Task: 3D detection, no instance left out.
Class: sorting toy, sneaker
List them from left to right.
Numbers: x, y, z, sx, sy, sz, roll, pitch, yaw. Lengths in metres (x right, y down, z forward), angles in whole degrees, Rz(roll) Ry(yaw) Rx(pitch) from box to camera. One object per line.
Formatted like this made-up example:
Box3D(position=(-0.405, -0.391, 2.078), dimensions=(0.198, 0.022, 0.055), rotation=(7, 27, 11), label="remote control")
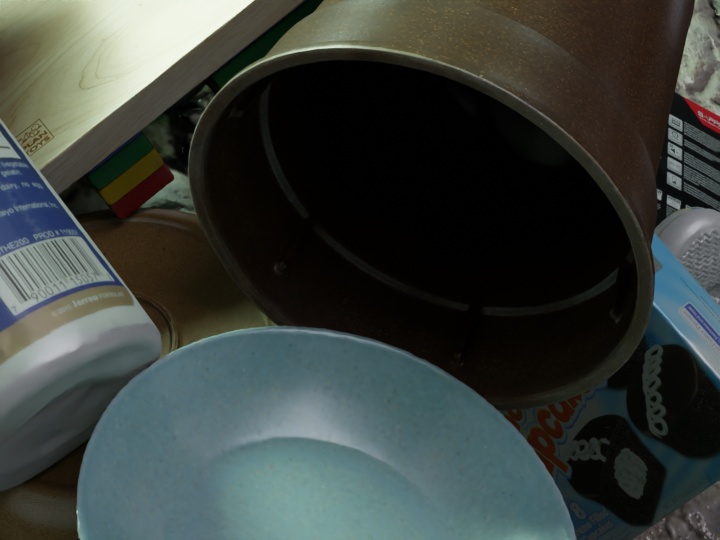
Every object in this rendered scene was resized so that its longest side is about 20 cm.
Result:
Box3D(position=(-0.121, -0.129, 0.760), dimensions=(0.200, 0.070, 0.199), rotation=(-39, 48, -6), label="sorting toy")
Box3D(position=(0.135, 0.026, 0.817), dimensions=(0.076, 0.200, 0.105), rotation=(-7, 44, -28), label="sneaker")

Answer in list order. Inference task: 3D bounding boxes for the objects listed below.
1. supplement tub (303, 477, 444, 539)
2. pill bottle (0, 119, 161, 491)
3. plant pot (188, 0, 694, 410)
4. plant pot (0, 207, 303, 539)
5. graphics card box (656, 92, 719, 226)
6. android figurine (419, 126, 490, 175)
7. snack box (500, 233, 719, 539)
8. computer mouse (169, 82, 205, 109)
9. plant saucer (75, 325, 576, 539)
Box3D(position=(-0.043, 0.186, 0.613), dimensions=(0.132, 0.132, 0.200), rotation=(44, 45, 4), label="supplement tub")
Box3D(position=(-0.181, -0.014, 0.611), dimensions=(0.111, 0.111, 0.200), rotation=(-25, 70, -43), label="pill bottle")
Box3D(position=(0.056, -0.076, 0.660), dimensions=(0.200, 0.200, 0.198), rotation=(34, 51, -7), label="plant pot")
Box3D(position=(-0.114, 0.041, 0.684), dimensions=(0.199, 0.028, 0.200), rotation=(-1, 51, 1), label="plant pot")
Box3D(position=(0.198, -0.045, 1.006), dimensions=(0.125, 0.051, 0.200), rotation=(25, 46, -15), label="graphics card box")
Box3D(position=(0.000, 0.000, 0.765), dimensions=(0.199, 0.041, 0.183), rotation=(-20, 82, -2), label="android figurine")
Box3D(position=(0.122, 0.076, 0.755), dimensions=(0.037, 0.200, 0.116), rotation=(-32, 77, -37), label="snack box")
Box3D(position=(-0.102, -0.186, 0.887), dimensions=(0.058, 0.034, 0.201), rotation=(13, 68, -7), label="computer mouse")
Box3D(position=(-0.013, 0.107, 0.581), dimensions=(0.200, 0.039, 0.201), rotation=(10, 42, -10), label="plant saucer")
